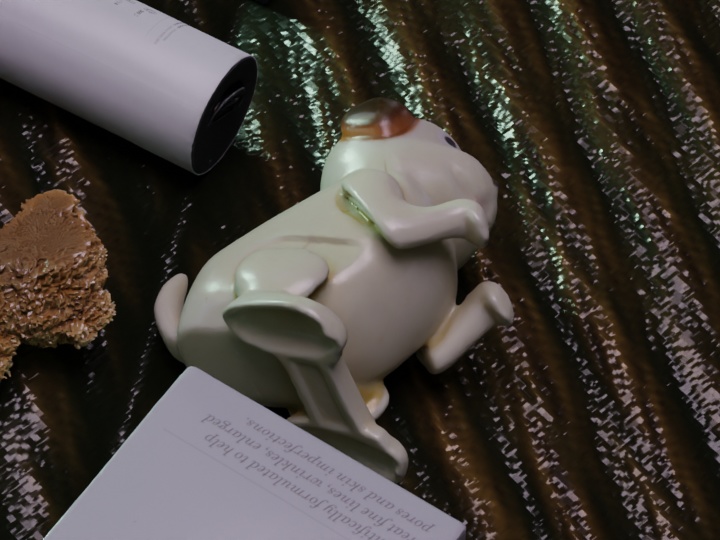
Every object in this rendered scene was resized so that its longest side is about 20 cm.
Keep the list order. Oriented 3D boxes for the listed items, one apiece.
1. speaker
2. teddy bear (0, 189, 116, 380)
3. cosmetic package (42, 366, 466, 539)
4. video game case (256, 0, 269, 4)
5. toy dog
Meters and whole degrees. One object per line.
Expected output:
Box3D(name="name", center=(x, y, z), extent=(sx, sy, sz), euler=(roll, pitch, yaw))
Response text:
Box3D(name="speaker", center=(-0.164, -0.134, 1.607), extent=(0.200, 0.081, 0.081), euler=(26, 56, 13))
Box3D(name="teddy bear", center=(-0.237, 0.028, 1.501), extent=(0.200, 0.067, 0.145), euler=(-34, 54, -19))
Box3D(name="cosmetic package", center=(-0.065, 0.191, 1.303), extent=(0.165, 0.200, 0.165), euler=(29, 57, 15))
Box3D(name="video game case", center=(-0.113, -0.262, 1.745), extent=(0.200, 0.019, 0.143), euler=(25, 56, 14))
Box3D(name="toy dog", center=(0.000, 0.000, 1.509), extent=(0.194, 0.140, 0.200), euler=(3, 44, 44))
